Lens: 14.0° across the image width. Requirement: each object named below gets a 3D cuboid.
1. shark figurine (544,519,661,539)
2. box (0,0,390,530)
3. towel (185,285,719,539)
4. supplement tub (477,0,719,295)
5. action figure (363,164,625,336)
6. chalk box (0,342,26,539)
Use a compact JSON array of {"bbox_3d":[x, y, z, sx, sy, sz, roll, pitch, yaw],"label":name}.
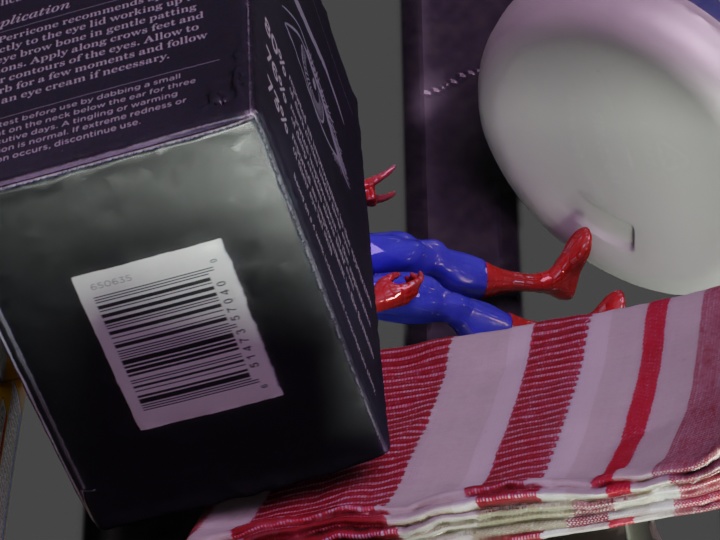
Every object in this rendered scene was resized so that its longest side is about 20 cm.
[{"bbox_3d":[0.058,0.102,1.049,0.128,0.214,0.090,27,90,-34],"label":"shark figurine"},{"bbox_3d":[-0.063,-0.041,0.977,0.104,0.148,0.200,-15,37,7],"label":"box"},{"bbox_3d":[0.048,0.048,0.964,0.200,0.023,0.144,-12,21,18],"label":"towel"},{"bbox_3d":[0.156,-0.100,1.183,0.145,0.145,0.200,38,55,9],"label":"supplement tub"},{"bbox_3d":[0.000,0.000,1.113,0.200,0.052,0.065,1,43,-21],"label":"action figure"},{"bbox_3d":[-0.220,0.049,0.969,0.200,0.124,0.125,3,57,3],"label":"chalk box"}]
